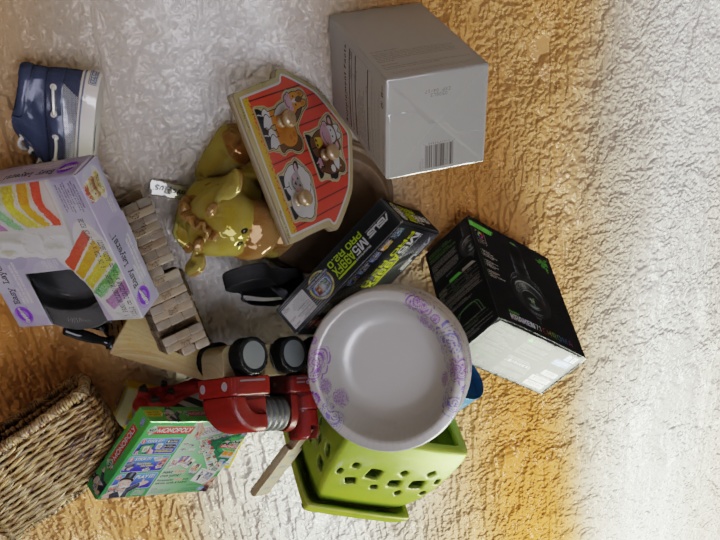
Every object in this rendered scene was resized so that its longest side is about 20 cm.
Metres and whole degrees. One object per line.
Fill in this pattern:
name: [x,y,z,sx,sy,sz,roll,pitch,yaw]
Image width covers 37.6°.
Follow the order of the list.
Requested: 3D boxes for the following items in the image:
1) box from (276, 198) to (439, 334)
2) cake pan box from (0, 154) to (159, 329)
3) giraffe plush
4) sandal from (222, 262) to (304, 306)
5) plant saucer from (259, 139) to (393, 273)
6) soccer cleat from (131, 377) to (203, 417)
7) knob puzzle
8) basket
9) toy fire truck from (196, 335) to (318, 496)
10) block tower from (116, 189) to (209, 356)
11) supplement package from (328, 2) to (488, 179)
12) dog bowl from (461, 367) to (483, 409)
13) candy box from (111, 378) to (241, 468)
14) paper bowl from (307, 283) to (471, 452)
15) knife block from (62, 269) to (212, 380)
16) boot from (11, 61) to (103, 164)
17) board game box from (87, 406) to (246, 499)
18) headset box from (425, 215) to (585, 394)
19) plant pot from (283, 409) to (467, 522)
box: [0.000,0.000,1.372,0.200,0.044,0.160,-46,162,12]
cake pan box: [-0.345,-0.026,1.199,0.183,0.052,0.201,-3,124,24]
giraffe plush: [-0.147,-0.071,1.222,0.198,0.162,0.174,-6,110,-7]
sandal: [-0.123,0.025,1.328,0.076,0.043,0.200,-18,172,14]
plant saucer: [-0.048,-0.077,1.364,0.199,0.030,0.201,-10,126,-14]
soccer cleat: [-0.215,0.181,1.429,0.199,0.069,0.086,-12,121,-34]
knob puzzle: [-0.057,-0.142,1.232,0.030,0.221,0.220,-15,137,33]
basket: [-0.415,0.209,1.333,0.199,0.143,0.149,-35,134,-11]
toy fire truck: [-0.125,0.190,1.361,0.175,0.128,0.202,2,80,-44]
block tower: [-0.246,0.006,1.265,0.054,0.058,0.201,-25,100,-21]
supplement package: [0.050,-0.210,1.202,0.120,0.200,0.120,-12,126,-14]
dog bowl: [0.079,0.140,1.466,0.199,0.112,0.050,19,123,-30]
candy box: [-0.253,0.216,1.481,0.199,0.026,0.103,17,115,-30]
paper bowl: [0.040,0.118,1.322,0.199,0.104,0.202,1,95,12]
knife block: [-0.288,0.080,1.352,0.174,0.064,0.201,-20,128,-7]
boot: [-0.344,-0.138,1.190,0.090,0.073,0.201,9,118,-9]
board game box: [-0.240,0.235,1.373,0.199,0.029,0.135,12,118,-55]
headset box: [0.193,0.042,1.438,0.173,0.201,0.093,25,126,-33]
plant pot: [0.003,0.239,1.496,0.199,0.200,0.182,15,121,-28]
